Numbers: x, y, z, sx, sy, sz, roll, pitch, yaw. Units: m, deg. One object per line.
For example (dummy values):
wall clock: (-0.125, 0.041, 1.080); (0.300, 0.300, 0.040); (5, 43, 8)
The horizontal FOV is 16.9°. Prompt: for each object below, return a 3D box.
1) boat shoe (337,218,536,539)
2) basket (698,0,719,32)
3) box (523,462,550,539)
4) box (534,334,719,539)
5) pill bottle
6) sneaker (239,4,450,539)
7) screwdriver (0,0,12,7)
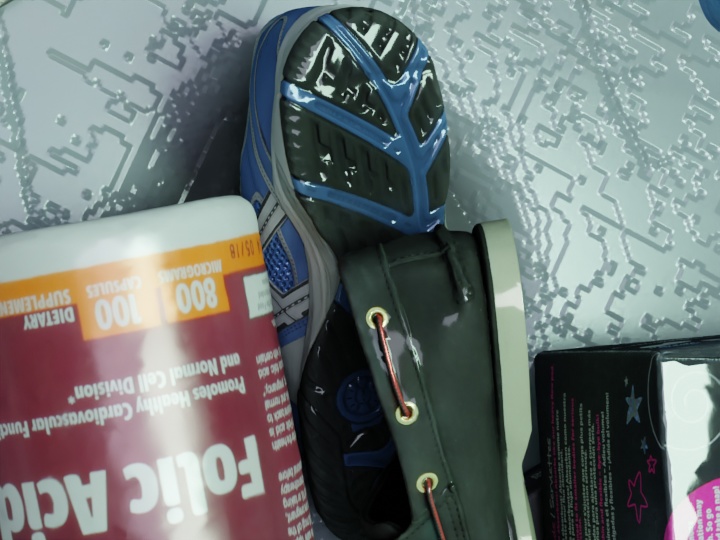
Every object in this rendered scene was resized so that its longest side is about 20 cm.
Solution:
boat shoe: (0.030, 0.081, 0.818); (0.063, 0.074, 0.203); (-9, 112, -2)
basket: (0.219, -0.145, 0.886); (0.199, 0.139, 0.177); (18, 85, -25)
box: (0.115, 0.159, 0.904); (0.143, 0.036, 0.201); (-31, 96, -15)
box: (0.143, 0.122, 0.836); (0.131, 0.115, 0.201); (-4, 90, -18)
pill bottle: (-0.073, 0.082, 0.808); (0.113, 0.114, 0.201); (-11, 92, -16)
sneaker: (0.000, 0.000, 0.857); (0.075, 0.077, 0.201); (-10, 109, -19)
screwdriver: (-0.053, -0.143, 0.866); (0.199, 0.028, 0.029); (-28, 66, -14)
